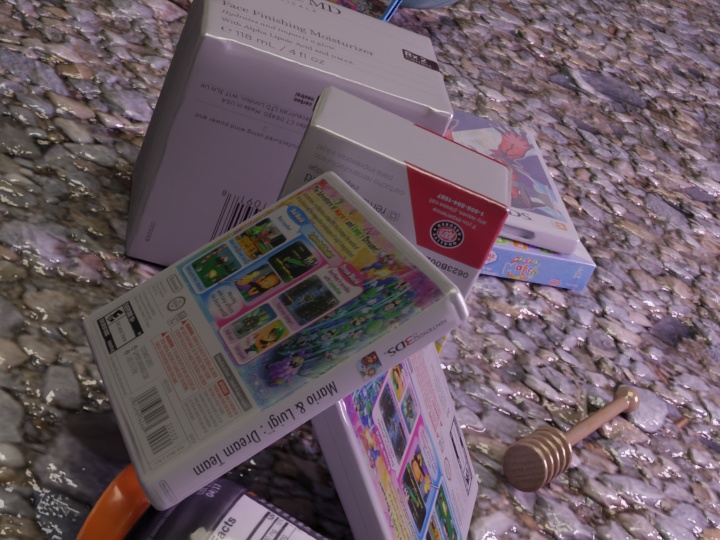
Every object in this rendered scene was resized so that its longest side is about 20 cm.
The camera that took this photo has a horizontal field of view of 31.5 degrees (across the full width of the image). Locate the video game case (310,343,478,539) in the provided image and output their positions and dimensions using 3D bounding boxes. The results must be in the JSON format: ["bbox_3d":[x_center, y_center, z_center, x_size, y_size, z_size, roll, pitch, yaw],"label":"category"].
[{"bbox_3d":[0.025,0.107,0.780,0.023,0.202,0.183,-10,24,19],"label":"video game case"}]

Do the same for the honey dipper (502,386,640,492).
[{"bbox_3d":[0.174,0.123,0.995,0.038,0.038,0.199,39,31,22],"label":"honey dipper"}]

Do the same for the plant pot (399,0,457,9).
[{"bbox_3d":[0.052,-0.412,1.551,0.199,0.202,0.134,34,29,13],"label":"plant pot"}]

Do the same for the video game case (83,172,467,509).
[{"bbox_3d":[-0.057,0.027,0.704,0.181,0.024,0.200,-31,29,-7],"label":"video game case"}]

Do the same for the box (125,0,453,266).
[{"bbox_3d":[-0.060,-0.098,0.990,0.196,0.202,0.131,15,32,-17],"label":"box"}]

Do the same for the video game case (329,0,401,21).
[{"bbox_3d":[0.002,-0.362,1.460,0.142,0.201,0.018,35,1,16],"label":"video game case"}]

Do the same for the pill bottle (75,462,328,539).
[{"bbox_3d":[-0.054,0.180,0.665,0.198,0.107,0.106,31,30,9],"label":"pill bottle"}]

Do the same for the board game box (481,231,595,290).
[{"bbox_3d":[0.124,-0.064,1.242,0.149,0.037,0.201,9,35,-27],"label":"board game box"}]

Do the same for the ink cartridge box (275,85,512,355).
[{"bbox_3d":[0.000,0.000,0.881,0.143,0.202,0.084,22,26,-5],"label":"ink cartridge box"}]

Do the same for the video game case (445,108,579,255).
[{"bbox_3d":[0.106,-0.100,1.223,0.180,0.023,0.201,14,32,-18],"label":"video game case"}]
